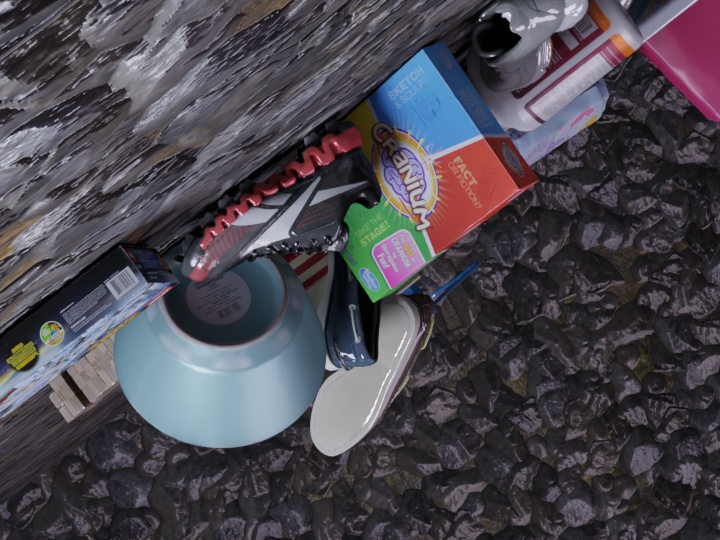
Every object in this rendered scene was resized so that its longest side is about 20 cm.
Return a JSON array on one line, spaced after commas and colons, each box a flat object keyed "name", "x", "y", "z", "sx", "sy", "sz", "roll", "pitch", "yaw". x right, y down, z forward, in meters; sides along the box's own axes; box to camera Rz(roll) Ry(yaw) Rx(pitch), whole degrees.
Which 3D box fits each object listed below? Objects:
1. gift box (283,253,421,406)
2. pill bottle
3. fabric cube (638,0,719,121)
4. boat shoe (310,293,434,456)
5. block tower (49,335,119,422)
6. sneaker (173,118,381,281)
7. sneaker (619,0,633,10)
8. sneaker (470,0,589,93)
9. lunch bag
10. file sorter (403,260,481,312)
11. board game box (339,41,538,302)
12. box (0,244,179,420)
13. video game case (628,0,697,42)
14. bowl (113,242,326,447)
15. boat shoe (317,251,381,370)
[{"name": "gift box", "x": -0.062, "y": 0.023, "z": 1.592, "sx": 0.186, "sy": 0.201, "sz": 0.185, "roll": -35, "pitch": 173, "yaw": -25}, {"name": "pill bottle", "x": 0.177, "y": -0.212, "z": 1.530, "sx": 0.199, "sy": 0.110, "sz": 0.110, "roll": -37, "pitch": 179, "yaw": 17}, {"name": "fabric cube", "x": 0.420, "y": -0.317, "z": 1.795, "sx": 0.196, "sy": 0.199, "sz": 0.200, "roll": -45, "pitch": 179, "yaw": 11}, {"name": "boat shoe", "x": 0.014, "y": 0.107, "z": 1.555, "sx": 0.059, "sy": 0.072, "sz": 0.201, "roll": -14, "pitch": 137, "yaw": -56}, {"name": "block tower", "x": -0.248, "y": 0.080, "z": 1.583, "sx": 0.200, "sy": 0.054, "sz": 0.058, "roll": -39, "pitch": 179, "yaw": 25}, {"name": "sneaker", "x": -0.065, "y": -0.042, "z": 1.311, "sx": 0.200, "sy": 0.098, "sz": 0.071, "roll": -36, "pitch": 180, "yaw": -10}, {"name": "sneaker", "x": 0.210, "y": -0.257, "z": 1.600, "sx": 0.200, "sy": 0.073, "sz": 0.085, "roll": -37, "pitch": -178, "yaw": 34}, {"name": "sneaker", "x": 0.132, "y": -0.214, "z": 1.389, "sx": 0.091, "sy": 0.076, "sz": 0.200, "roll": -29, "pitch": 168, "yaw": -20}, {"name": "lunch bag", "x": 0.167, "y": -0.175, "z": 1.733, "sx": 0.169, "sy": 0.128, "sz": 0.199, "roll": -35, "pitch": -161, "yaw": -26}, {"name": "file sorter", "x": 0.020, "y": -0.032, "z": 1.760, "sx": 0.123, "sy": 0.200, "sz": 0.139, "roll": -40, "pitch": -179, "yaw": -36}, {"name": "board game box", "x": 0.043, "y": -0.087, "z": 1.375, "sx": 0.200, "sy": 0.154, "sz": 0.040, "roll": -39, "pitch": 174, "yaw": 36}, {"name": "box", "x": -0.241, "y": 0.055, "z": 1.188, "sx": 0.199, "sy": 0.040, "sz": 0.137, "roll": -37, "pitch": 178, "yaw": 2}, {"name": "video game case", "x": 0.343, "y": -0.340, "z": 1.623, "sx": 0.200, "sy": 0.022, "sz": 0.183, "roll": -37, "pitch": -151, "yaw": 25}, {"name": "bowl", "x": -0.124, "y": 0.047, "z": 1.364, "sx": 0.200, "sy": 0.201, "sz": 0.105, "roll": -36, "pitch": 159, "yaw": -26}, {"name": "boat shoe", "x": 0.000, "y": 0.000, "z": 1.480, "sx": 0.061, "sy": 0.202, "sz": 0.075, "roll": -5, "pitch": 151, "yaw": 28}]
